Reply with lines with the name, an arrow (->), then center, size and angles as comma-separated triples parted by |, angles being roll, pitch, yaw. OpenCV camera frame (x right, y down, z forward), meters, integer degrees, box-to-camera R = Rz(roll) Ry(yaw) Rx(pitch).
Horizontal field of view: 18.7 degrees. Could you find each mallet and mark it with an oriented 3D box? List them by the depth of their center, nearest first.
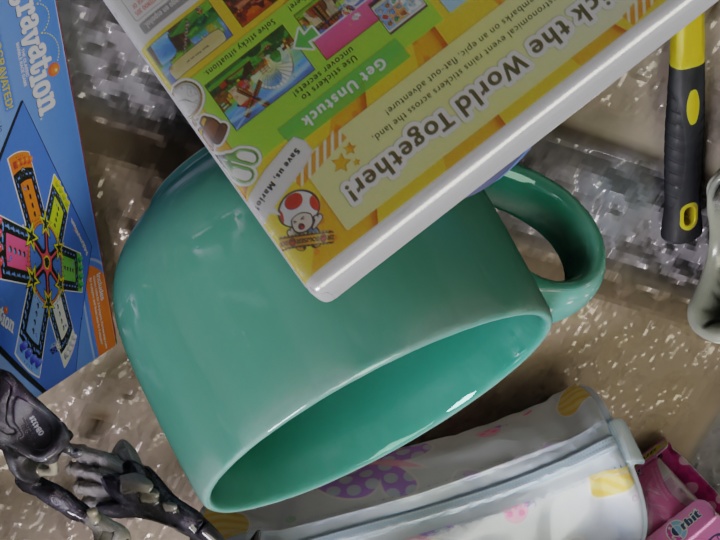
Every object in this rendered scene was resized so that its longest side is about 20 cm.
mallet -> 0.145, -0.097, 0.910 | 0.066, 0.041, 0.201 | -23, 133, -10

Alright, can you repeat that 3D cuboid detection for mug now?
mug -> -0.010, 0.006, 0.851 | 0.152, 0.115, 0.185 | -37, 163, 27

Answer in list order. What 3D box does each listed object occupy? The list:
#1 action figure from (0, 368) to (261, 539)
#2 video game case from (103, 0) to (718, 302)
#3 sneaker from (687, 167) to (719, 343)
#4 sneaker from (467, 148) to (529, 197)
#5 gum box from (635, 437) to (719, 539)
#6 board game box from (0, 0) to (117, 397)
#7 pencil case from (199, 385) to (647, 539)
action figure -> -0.110, 0.120, 0.859 | 0.119, 0.102, 0.200 | -56, 134, -19
video game case -> 0.014, -0.120, 0.756 | 0.200, 0.182, 0.023 | -37, 162, 4
sneaker -> 0.193, -0.049, 0.919 | 0.088, 0.074, 0.201 | -16, 130, -44
sneaker -> 0.064, -0.113, 0.796 | 0.201, 0.074, 0.082 | -67, 163, -9
gum box -> 0.161, 0.179, 1.078 | 0.113, 0.066, 0.200 | -40, 128, 8
board game box -> -0.147, -0.030, 0.810 | 0.103, 0.019, 0.201 | -33, 134, -34
pencil case -> 0.026, 0.115, 0.967 | 0.199, 0.083, 0.091 | -16, 144, -13
